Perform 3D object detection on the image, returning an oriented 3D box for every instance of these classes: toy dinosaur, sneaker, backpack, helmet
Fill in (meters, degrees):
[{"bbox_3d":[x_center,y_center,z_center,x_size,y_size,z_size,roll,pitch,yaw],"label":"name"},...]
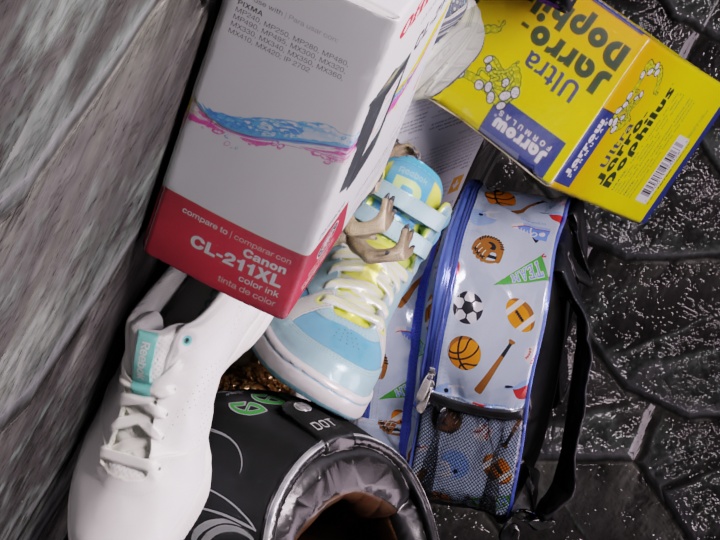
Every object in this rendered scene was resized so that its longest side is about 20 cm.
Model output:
[{"bbox_3d":[-0.024,-0.028,1.572,0.058,0.100,0.201,75,29,-43],"label":"toy dinosaur"},{"bbox_3d":[-0.011,-0.110,1.542,0.200,0.077,0.087,-54,144,-28],"label":"sneaker"},{"bbox_3d":[0.077,0.039,1.769,0.200,0.153,0.191,-79,-176,-63],"label":"backpack"},{"bbox_3d":[0.000,0.000,1.613,0.131,0.079,0.200,-57,-168,14],"label":"sneaker"},{"bbox_3d":[-0.068,0.168,1.590,0.190,0.200,0.201,-2,-131,44],"label":"helmet"},{"bbox_3d":[-0.105,0.060,1.427,0.089,0.075,0.201,57,53,-70],"label":"sneaker"}]

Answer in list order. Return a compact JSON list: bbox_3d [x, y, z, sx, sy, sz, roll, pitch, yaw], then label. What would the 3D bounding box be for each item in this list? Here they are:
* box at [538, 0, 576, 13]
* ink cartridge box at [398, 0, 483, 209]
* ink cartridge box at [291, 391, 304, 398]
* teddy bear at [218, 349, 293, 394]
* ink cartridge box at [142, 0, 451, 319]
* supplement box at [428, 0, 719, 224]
[{"bbox_3d":[0.110,-0.265,1.584,0.201,0.122,0.106,-64,175,0],"label":"box"},{"bbox_3d":[0.027,-0.100,1.745,0.196,0.043,0.201,-22,144,-53],"label":"ink cartridge box"},{"bbox_3d":[-0.077,0.164,1.777,0.200,0.045,0.176,-55,-173,13],"label":"ink cartridge box"},{"bbox_3d":[-0.094,0.101,1.797,0.201,0.067,0.145,-59,168,24],"label":"teddy bear"},{"bbox_3d":[-0.019,-0.101,1.317,0.146,0.082,0.201,-58,173,-46],"label":"ink cartridge box"},{"bbox_3d":[0.140,-0.113,1.751,0.110,0.109,0.200,-56,158,8],"label":"supplement box"}]
